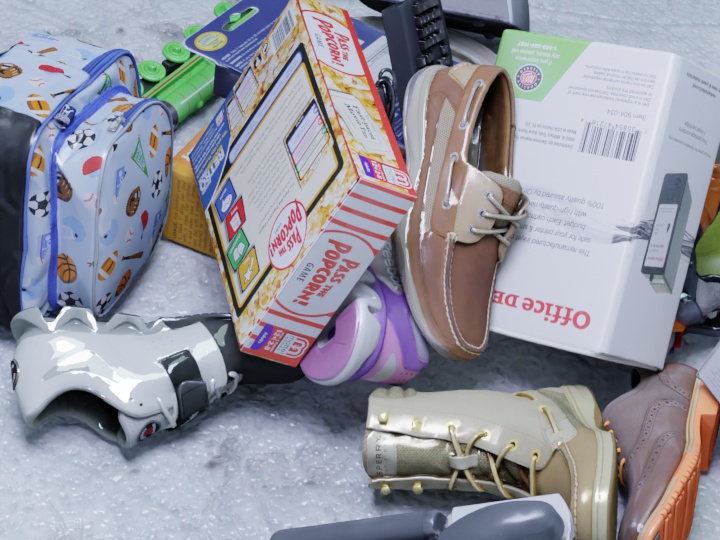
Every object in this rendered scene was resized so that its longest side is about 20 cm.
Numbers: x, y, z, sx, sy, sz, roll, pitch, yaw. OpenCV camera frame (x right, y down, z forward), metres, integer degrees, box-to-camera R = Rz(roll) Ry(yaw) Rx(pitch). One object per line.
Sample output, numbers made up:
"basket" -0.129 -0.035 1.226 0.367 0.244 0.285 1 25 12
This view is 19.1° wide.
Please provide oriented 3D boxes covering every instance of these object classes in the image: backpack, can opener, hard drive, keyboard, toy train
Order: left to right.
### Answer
"backpack" -0.209 -0.071 1.464 0.153 0.201 0.191 15 35 3
"toy train" -0.123 -0.161 1.683 0.056 0.042 0.200 33 47 13
"can opener" 0.028 0.158 1.253 0.199 0.067 0.054 -10 53 23
"keyboard" 0.046 -0.084 1.460 0.020 0.202 0.127 -4 15 32
"hard drive" 0.069 -0.213 1.682 0.134 0.043 0.200 12 4 6

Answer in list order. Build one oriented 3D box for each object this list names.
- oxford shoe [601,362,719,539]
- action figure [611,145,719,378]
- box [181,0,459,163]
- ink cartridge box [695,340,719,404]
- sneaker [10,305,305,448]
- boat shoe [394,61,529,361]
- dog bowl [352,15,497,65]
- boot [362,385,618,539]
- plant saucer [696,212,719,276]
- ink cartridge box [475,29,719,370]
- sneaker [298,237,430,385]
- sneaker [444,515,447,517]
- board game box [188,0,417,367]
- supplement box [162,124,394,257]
"oxford shoe" 0.184 0.126 1.376 0.072 0.072 0.200 13 31 13
"action figure" 0.180 -0.021 1.491 0.198 0.105 0.195 1 73 7
"box" -0.019 -0.141 1.556 0.199 0.033 0.121 27 42 21
"ink cartridge box" 0.347 0.103 1.374 0.175 0.084 0.200 -3 46 -40
"sneaker" -0.128 0.077 1.396 0.198 0.074 0.089 1 59 -9
"boat shoe" 0.069 -0.043 1.392 0.071 0.202 0.076 -10 -15 35
"dog bowl" 0.022 -0.108 1.607 0.198 0.074 0.201 4 39 -4
"boot" 0.078 0.120 1.330 0.154 0.073 0.200 2 19 -3
"plant saucer" 0.224 -0.048 1.603 0.198 0.031 0.201 3 41 -3
"ink cartridge box" 0.147 -0.047 1.432 0.145 0.202 0.084 14 -1 39
"sneaker" 0.000 0.000 1.425 0.088 0.080 0.201 19 43 -32
"sneaker" 0.111 0.194 1.267 0.066 0.091 0.200 -28 51 -34
"board game box" -0.043 -0.062 1.393 0.046 0.152 0.201 18 35 -30
"supplement box" -0.043 -0.032 1.524 0.199 0.069 0.067 19 41 17
